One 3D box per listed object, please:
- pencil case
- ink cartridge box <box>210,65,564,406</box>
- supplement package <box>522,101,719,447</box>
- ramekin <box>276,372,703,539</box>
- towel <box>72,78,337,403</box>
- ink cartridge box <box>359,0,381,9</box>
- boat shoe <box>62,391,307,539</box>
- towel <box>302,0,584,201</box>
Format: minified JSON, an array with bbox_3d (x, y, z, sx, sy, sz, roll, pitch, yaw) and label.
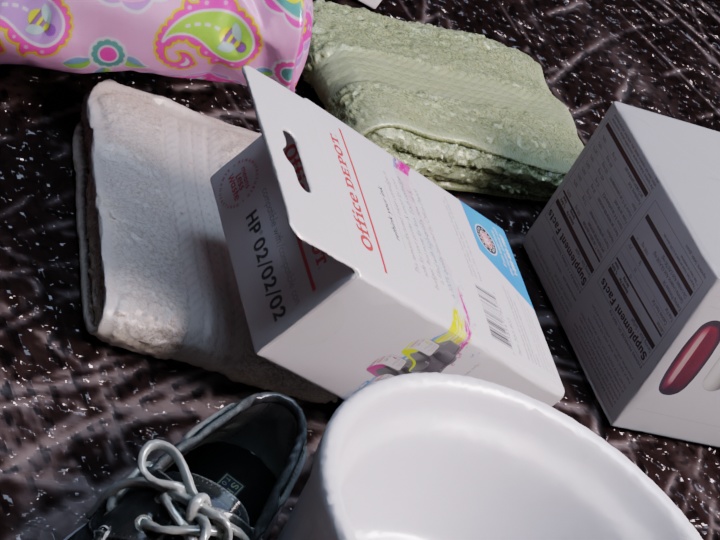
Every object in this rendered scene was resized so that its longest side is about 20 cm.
[{"bbox_3d":[-0.119,-0.140,1.117,0.199,0.088,0.088,5,36,-8],"label":"pencil case"},{"bbox_3d":[0.000,0.000,1.028,0.200,0.068,0.115,31,30,-42],"label":"ink cartridge box"},{"bbox_3d":[0.220,0.014,1.231,0.199,0.111,0.156,12,36,-29],"label":"supplement package"},{"bbox_3d":[0.052,0.146,0.903,0.200,0.098,0.201,23,33,-16],"label":"ramekin"},{"bbox_3d":[-0.077,-0.020,1.084,0.132,0.035,0.200,17,34,-23],"label":"towel"},{"bbox_3d":[-0.060,-0.261,1.381,0.200,0.068,0.117,26,30,-31],"label":"ink cartridge box"},{"bbox_3d":[-0.073,0.109,0.870,0.074,0.068,0.199,38,31,10],"label":"boat shoe"},{"bbox_3d":[0.052,-0.103,1.316,0.199,0.037,0.149,8,38,-35],"label":"towel"}]
